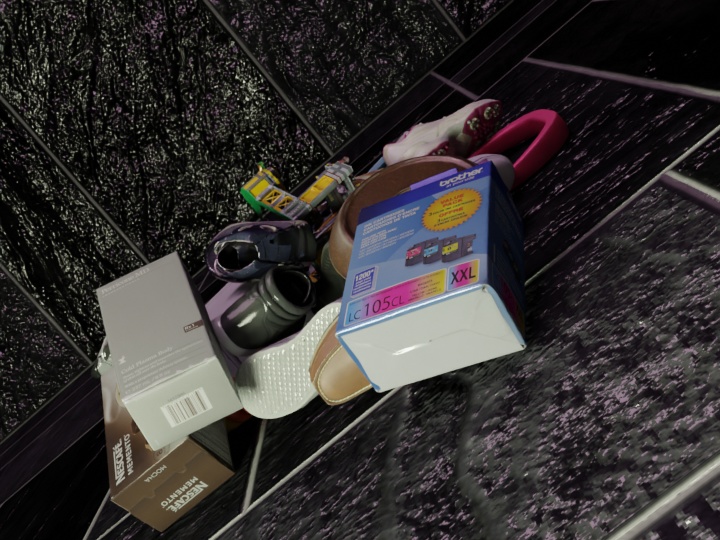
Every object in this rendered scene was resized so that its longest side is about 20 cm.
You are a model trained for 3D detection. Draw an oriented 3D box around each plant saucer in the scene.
[{"bbox_3d":[0.056,-0.059,1.034,0.198,0.035,0.201,-14,39,11],"label":"plant saucer"}]

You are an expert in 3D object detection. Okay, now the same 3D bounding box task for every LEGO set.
[{"bbox_3d":[-0.044,-0.066,1.261,0.116,0.201,0.153,-43,31,-16],"label":"LEGO set"}]

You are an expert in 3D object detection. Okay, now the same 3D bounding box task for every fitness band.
[{"bbox_3d":[0.189,-0.147,1.264,0.143,0.037,0.200,-40,12,4],"label":"fitness band"}]

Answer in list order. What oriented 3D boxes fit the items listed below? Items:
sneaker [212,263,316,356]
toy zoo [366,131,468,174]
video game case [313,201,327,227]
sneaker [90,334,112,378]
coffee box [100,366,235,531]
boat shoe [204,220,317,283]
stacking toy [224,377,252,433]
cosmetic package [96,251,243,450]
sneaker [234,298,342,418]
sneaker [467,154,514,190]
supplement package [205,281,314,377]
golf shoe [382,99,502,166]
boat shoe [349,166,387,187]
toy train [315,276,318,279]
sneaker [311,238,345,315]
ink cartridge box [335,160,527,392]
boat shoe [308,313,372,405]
[{"bbox_3d":[-0.080,0.037,1.130,0.099,0.071,0.200,-36,-6,19],"label":"sneaker"},{"bbox_3d":[0.085,-0.131,1.375,0.130,0.021,0.200,21,48,25],"label":"toy zoo"},{"bbox_3d":[-0.077,-0.058,1.472,0.181,0.023,0.200,-30,-3,12],"label":"video game case"},{"bbox_3d":[-0.294,0.149,1.329,0.114,0.202,0.075,-8,-27,-29],"label":"sneaker"},{"bbox_3d":[-0.218,0.169,1.121,0.113,0.080,0.201,-38,37,11],"label":"coffee box"},{"bbox_3d":[-0.145,-0.021,1.170,0.092,0.076,0.199,-10,-2,-42],"label":"boat shoe"},{"bbox_3d":[-0.172,0.164,1.205,0.199,0.086,0.086,-28,16,34],"label":"stacking toy"},{"bbox_3d":[-0.205,0.080,1.063,0.106,0.091,0.200,-26,42,-7],"label":"cosmetic package"},{"bbox_3d":[-0.040,0.084,1.067,0.200,0.073,0.114,-34,0,31],"label":"sneaker"},{"bbox_3d":[0.127,-0.057,1.092,0.200,0.073,0.114,-42,29,-27],"label":"sneaker"},{"bbox_3d":[-0.137,0.075,1.312,0.117,0.117,0.200,-47,11,-30],"label":"supplement package"},{"bbox_3d":[0.113,-0.185,1.364,0.091,0.076,0.199,28,50,35],"label":"golf shoe"},{"bbox_3d":[0.060,-0.104,1.260,0.198,0.072,0.076,5,47,42],"label":"boat shoe"},{"bbox_3d":[-0.016,-0.034,1.424,0.114,0.087,0.200,-36,5,-29],"label":"toy train"},{"bbox_3d":[0.000,0.000,1.170,0.114,0.076,0.200,-39,-17,-29],"label":"sneaker"},{"bbox_3d":[0.064,-0.008,0.847,0.135,0.077,0.201,-19,32,22],"label":"ink cartridge box"},{"bbox_3d":[0.038,0.049,0.924,0.200,0.076,0.074,-41,16,-1],"label":"boat shoe"}]
